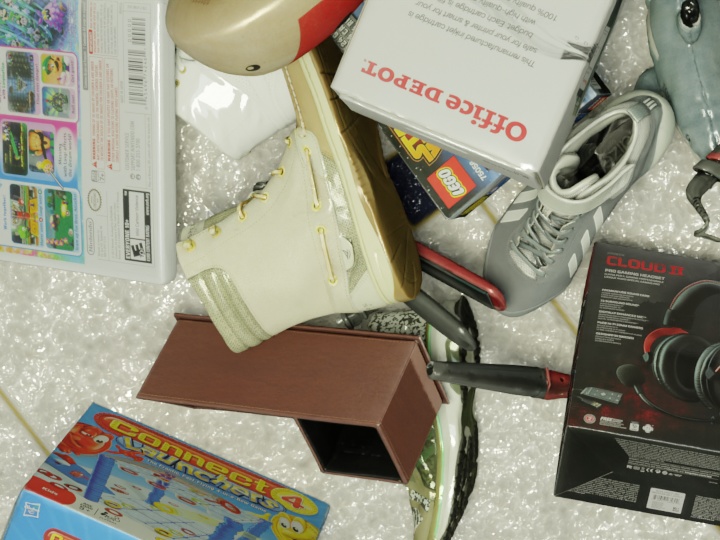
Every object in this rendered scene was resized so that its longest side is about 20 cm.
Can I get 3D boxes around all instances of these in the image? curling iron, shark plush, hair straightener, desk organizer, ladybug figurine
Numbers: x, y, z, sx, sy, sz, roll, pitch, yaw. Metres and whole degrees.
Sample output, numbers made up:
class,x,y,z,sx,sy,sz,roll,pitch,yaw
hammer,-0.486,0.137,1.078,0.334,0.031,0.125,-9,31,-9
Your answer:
class,x,y,z,sx,sy,sz,roll,pitch,yaw
curling iron,0.134,0.084,1.474,0.199,0.050,0.026,15,117,-27
shark plush,0.228,-0.172,1.419,0.090,0.083,0.201,2,104,7
hair straightener,0.000,0.000,1.473,0.199,0.041,0.077,32,79,17
desk organizer,-0.049,0.088,1.475,0.199,0.077,0.072,5,140,28
ladybug figurine,-0.041,-0.197,1.375,0.200,0.135,0.072,-49,127,-23
hair straightener,0.284,-0.081,1.405,0.200,0.041,0.077,-46,118,-26

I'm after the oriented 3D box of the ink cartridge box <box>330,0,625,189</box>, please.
class,x,y,z,sx,sy,sz,roll,pitch,yaw
ink cartridge box,0.087,-0.171,1.346,0.145,0.084,0.201,24,88,10

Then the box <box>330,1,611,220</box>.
class,x,y,z,sx,sy,sz,roll,pitch,yaw
box,0.056,-0.154,1.433,0.137,0.040,0.200,-39,80,22

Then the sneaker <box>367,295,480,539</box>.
class,x,y,z,sx,sy,sz,roll,pitch,yaw
sneaker,0.037,0.115,1.528,0.088,0.077,0.201,5,97,17

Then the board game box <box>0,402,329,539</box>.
class,x,y,z,sx,sy,sz,roll,pitch,yaw
board game box,-0.133,0.183,1.494,0.199,0.196,0.056,23,105,1

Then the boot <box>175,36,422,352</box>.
class,x,y,z,sx,sy,sz,roll,pitch,yaw
boot,-0.058,-0.055,1.435,0.154,0.072,0.201,-18,92,23

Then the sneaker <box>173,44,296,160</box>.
class,x,y,z,sx,sy,sz,roll,pitch,yaw
sneaker,-0.116,-0.171,1.468,0.115,0.074,0.200,-36,98,11

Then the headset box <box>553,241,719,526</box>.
class,x,y,z,sx,sy,sz,roll,pitch,yaw
headset box,0.217,0.069,1.434,0.148,0.201,0.075,10,134,6

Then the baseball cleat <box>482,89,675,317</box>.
class,x,y,z,sx,sy,sz,roll,pitch,yaw
baseball cleat,0.130,-0.043,1.430,0.070,0.106,0.200,41,118,15

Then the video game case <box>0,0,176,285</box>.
class,x,y,z,sx,sy,sz,roll,pitch,yaw
video game case,-0.210,-0.099,1.493,0.181,0.024,0.201,8,106,28
